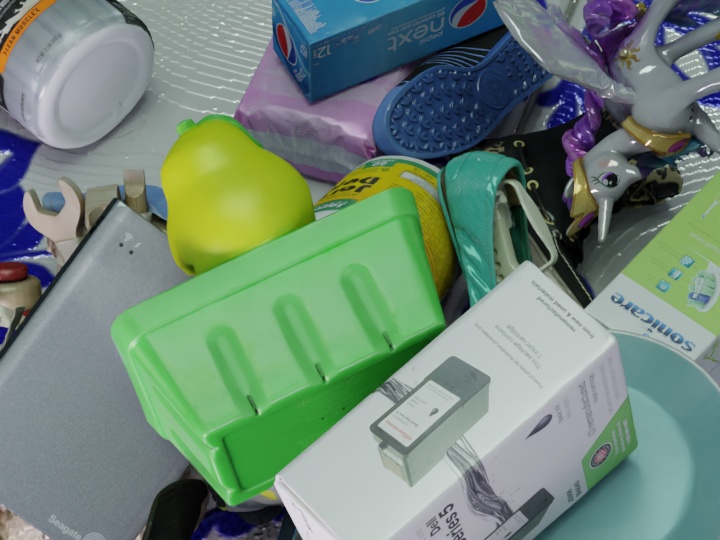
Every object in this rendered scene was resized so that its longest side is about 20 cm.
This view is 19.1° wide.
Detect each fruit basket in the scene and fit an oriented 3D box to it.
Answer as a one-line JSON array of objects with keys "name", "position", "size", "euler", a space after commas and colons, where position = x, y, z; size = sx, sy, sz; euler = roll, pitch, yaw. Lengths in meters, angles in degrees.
[{"name": "fruit basket", "position": [-0.057, 0.010, 1.317], "size": [0.215, 0.156, 0.216], "euler": [-4, 56, 6]}]

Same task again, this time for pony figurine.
[{"name": "pony figurine", "position": [0.194, -0.140, 1.507], "size": [0.200, 0.166, 0.193], "euler": [-36, 60, 19]}]

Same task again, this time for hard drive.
[{"name": "hard drive", "position": [-0.160, 0.075, 1.366], "size": [0.139, 0.033, 0.200], "euler": [37, 86, -17]}]

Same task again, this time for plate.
[{"name": "plate", "position": [0.143, 0.128, 1.346], "size": [0.200, 0.026, 0.200], "euler": [-7, 58, 11]}]

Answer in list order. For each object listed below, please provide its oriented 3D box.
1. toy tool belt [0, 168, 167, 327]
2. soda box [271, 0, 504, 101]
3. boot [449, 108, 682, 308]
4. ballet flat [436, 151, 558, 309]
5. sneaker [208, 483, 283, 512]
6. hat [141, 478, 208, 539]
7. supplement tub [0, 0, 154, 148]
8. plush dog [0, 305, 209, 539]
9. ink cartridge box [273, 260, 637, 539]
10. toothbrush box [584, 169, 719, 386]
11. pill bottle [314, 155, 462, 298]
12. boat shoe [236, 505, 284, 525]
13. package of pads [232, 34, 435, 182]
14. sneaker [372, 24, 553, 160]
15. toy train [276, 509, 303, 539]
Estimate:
[{"name": "toy tool belt", "position": [-0.182, -0.030, 1.552], "size": [0.200, 0.123, 0.125], "euler": [-4, 12, -3]}, {"name": "soda box", "position": [0.034, -0.203, 1.617], "size": [0.200, 0.068, 0.064], "euler": [-23, 58, -17]}, {"name": "boot", "position": [0.169, -0.043, 1.583], "size": [0.150, 0.073, 0.200], "euler": [-22, 48, -12]}, {"name": "ballet flat", "position": [0.106, 0.014, 1.487], "size": [0.070, 0.200, 0.067], "euler": [-11, 3, 34]}, {"name": "sneaker", "position": [-0.022, 0.122, 1.419], "size": [0.076, 0.200, 0.076], "euler": [-8, 94, 29]}, {"name": "hat", "position": [-0.111, 0.234, 1.335], "size": [0.081, 0.201, 0.201], "euler": [19, 58, 10]}, {"name": "supplement tub", "position": [-0.268, -0.196, 1.685], "size": [0.123, 0.123, 0.200], "euler": [-40, 61, -22]}, {"name": "plush dog", "position": [-0.183, 0.129, 1.450], "size": [0.172, 0.161, 0.200], "euler": [22, 55, -9]}, {"name": "ink cartridge box", "position": [0.061, 0.113, 1.273], "size": [0.200, 0.146, 0.084], "euler": [-40, 60, -11]}, {"name": "toothbrush box", "position": [0.242, 0.027, 1.483], "size": [0.086, 0.146, 0.200], "euler": [36, 63, 24]}, {"name": "pill bottle", "position": [0.000, 0.000, 1.485], "size": [0.113, 0.113, 0.200], "euler": [16, 25, 14]}, {"name": "boat shoe", "position": [-0.068, 0.090, 1.509], "size": [0.075, 0.060, 0.200], "euler": [-6, 43, 23]}, {"name": "package of pads", "position": [-0.011, -0.160, 1.674], "size": [0.120, 0.076, 0.200], "euler": [16, 57, 11]}, {"name": "sneaker", "position": [0.069, -0.132, 1.630], "size": [0.200, 0.078, 0.070], "euler": [-31, 101, -38]}, {"name": "toy train", "position": [0.032, 0.218, 1.376], "size": [0.200, 0.114, 0.087], "euler": [10, 56, 11]}]
